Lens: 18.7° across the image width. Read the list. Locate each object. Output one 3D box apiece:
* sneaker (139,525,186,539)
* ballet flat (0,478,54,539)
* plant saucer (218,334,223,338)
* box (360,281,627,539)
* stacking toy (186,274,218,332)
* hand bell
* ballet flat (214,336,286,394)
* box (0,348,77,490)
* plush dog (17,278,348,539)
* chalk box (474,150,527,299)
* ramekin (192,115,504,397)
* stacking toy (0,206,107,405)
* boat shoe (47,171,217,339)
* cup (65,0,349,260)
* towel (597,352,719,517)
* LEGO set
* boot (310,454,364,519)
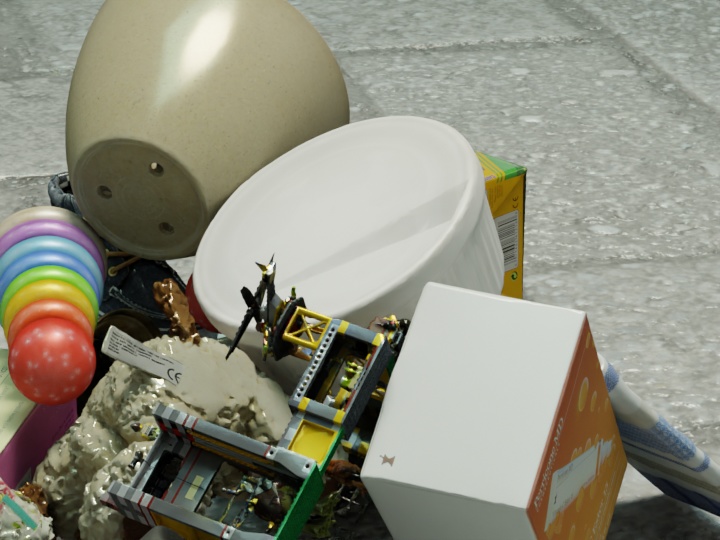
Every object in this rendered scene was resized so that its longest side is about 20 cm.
[{"bbox_3d":[-0.074,0.236,1.132,0.108,0.201,0.067,-43,9,6],"label":"sneaker"},{"bbox_3d":[-0.271,0.159,1.271,0.200,0.064,0.076,-16,28,20],"label":"ballet flat"},{"bbox_3d":[-0.072,0.063,1.633,0.201,0.039,0.201,0,22,0],"label":"plant saucer"},{"bbox_3d":[0.082,0.114,1.256,0.097,0.200,0.124,10,64,20],"label":"box"},{"bbox_3d":[-0.050,-0.002,1.605,0.085,0.085,0.200,15,25,32],"label":"stacking toy"},{"bbox_3d":[-0.243,0.078,1.567,0.200,0.104,0.104,0,18,36],"label":"hand bell"},{"bbox_3d":[-0.084,0.078,1.471,0.200,0.067,0.064,-24,28,-7],"label":"ballet flat"},{"bbox_3d":[-0.303,0.123,1.405,0.200,0.097,0.176,5,22,8],"label":"box"},{"bbox_3d":[-0.135,0.114,1.340,0.200,0.172,0.161,-7,64,-49],"label":"plush dog"},{"bbox_3d":[0.020,-0.038,1.773,0.200,0.125,0.124,19,28,40],"label":"chalk box"},{"bbox_3d":[0.000,0.000,1.396,0.202,0.094,0.202,-20,34,14],"label":"ramekin"},{"bbox_3d":[-0.204,0.029,1.415,0.085,0.085,0.200,-2,22,-7],"label":"stacking toy"},{"bbox_3d":[-0.178,-0.007,1.632,0.071,0.091,0.200,-17,29,-36],"label":"boat shoe"},{"bbox_3d":[-0.125,-0.089,1.505,0.200,0.200,0.143,8,39,18],"label":"cup"},{"bbox_3d":[0.174,0.099,1.373,0.200,0.024,0.147,38,-9,-26],"label":"towel"},{"bbox_3d":[-0.060,0.101,1.212,0.116,0.154,0.200,19,72,20],"label":"LEGO set"},{"bbox_3d":[0.033,0.104,1.485,0.158,0.079,0.211,-23,-6,8],"label":"boot"}]
